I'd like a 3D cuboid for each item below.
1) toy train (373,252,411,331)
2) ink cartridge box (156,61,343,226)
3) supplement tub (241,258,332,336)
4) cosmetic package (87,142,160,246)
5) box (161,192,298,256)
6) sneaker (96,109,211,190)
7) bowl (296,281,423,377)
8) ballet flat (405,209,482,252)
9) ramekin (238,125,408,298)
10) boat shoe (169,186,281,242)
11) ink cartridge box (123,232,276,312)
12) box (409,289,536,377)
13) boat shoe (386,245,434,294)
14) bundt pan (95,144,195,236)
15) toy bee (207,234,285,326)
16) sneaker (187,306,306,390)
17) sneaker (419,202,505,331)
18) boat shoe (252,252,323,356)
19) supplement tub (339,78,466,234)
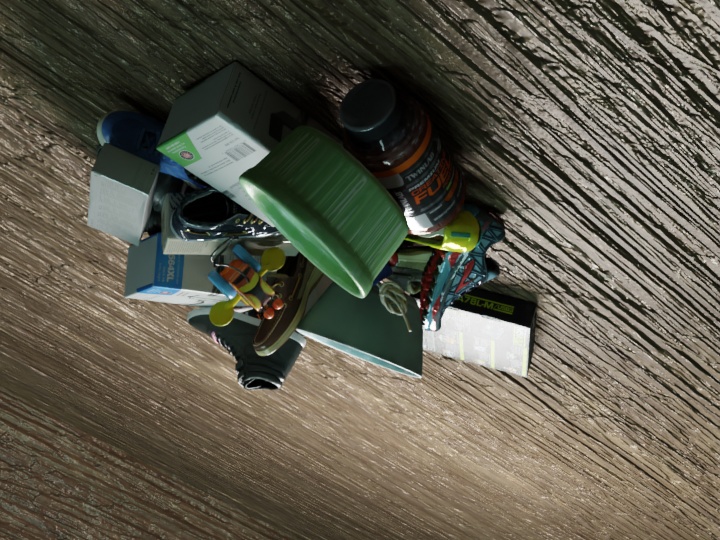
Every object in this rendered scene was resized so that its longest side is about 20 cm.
[{"bbox_3d":[0.000,0.000,1.681,0.202,0.084,0.116,62,161,-5],"label":"toy train"},{"bbox_3d":[-0.132,-0.152,1.521,0.199,0.085,0.145,34,147,-30],"label":"ink cartridge box"},{"bbox_3d":[-0.119,0.052,1.930,0.121,0.124,0.199,28,156,-20],"label":"supplement tub"},{"bbox_3d":[-0.325,-0.102,1.650,0.081,0.051,0.200,21,158,-7],"label":"cosmetic package"},{"bbox_3d":[-0.179,-0.063,1.700,0.196,0.070,0.082,1,165,-16],"label":"box"},{"bbox_3d":[-0.245,-0.163,1.607,0.198,0.078,0.111,28,162,-28],"label":"sneaker"},{"bbox_3d":[0.015,0.075,1.780,0.198,0.107,0.201,21,173,3],"label":"bowl"},{"bbox_3d":[0.072,-0.065,1.535,0.066,0.068,0.199,-4,-166,-35],"label":"ballet flat"},{"bbox_3d":[-0.037,-0.072,1.392,0.200,0.098,0.200,42,172,7],"label":"ramekin"},{"bbox_3d":[-0.154,-0.080,1.618,0.197,0.072,0.091,-12,174,-16],"label":"boat shoe"},{"bbox_3d":[-0.242,0.006,1.836,0.197,0.086,0.145,9,168,-27],"label":"ink cartridge box"},{"bbox_3d":[0.175,0.088,1.875,0.190,0.048,0.201,12,155,13],"label":"box"},{"bbox_3d":[0.072,0.000,1.708,0.198,0.067,0.071,-3,-176,38],"label":"boat shoe"},{"bbox_3d":[-0.311,-0.110,1.788,0.199,0.077,0.202,17,158,7],"label":"bundt pan"},{"bbox_3d":[-0.158,0.027,1.652,0.109,0.131,0.200,44,-168,2],"label":"toy bee"},{"bbox_3d":[-0.190,0.123,1.861,0.197,0.100,0.071,15,158,15],"label":"sneaker"},{"bbox_3d":[0.136,0.008,1.601,0.094,0.080,0.202,13,126,-7],"label":"sneaker"},{"bbox_3d":[-0.113,0.028,1.776,0.072,0.202,0.072,39,160,-27],"label":"boat shoe"},{"bbox_3d":[0.045,-0.133,1.404,0.105,0.108,0.200,6,154,30],"label":"supplement tub"}]
